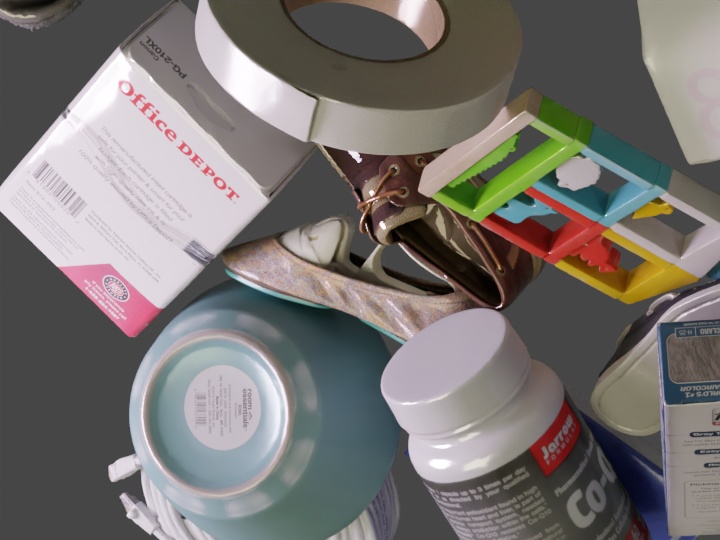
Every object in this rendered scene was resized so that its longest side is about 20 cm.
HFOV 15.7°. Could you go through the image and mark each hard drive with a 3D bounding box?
[{"bbox_3d":[0.140,0.144,1.828,0.200,0.025,0.132,36,133,5],"label":"hard drive"}]

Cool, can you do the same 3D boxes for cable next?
[{"bbox_3d":[-0.067,0.167,1.943,0.200,0.069,0.200,46,131,-5],"label":"cable"}]

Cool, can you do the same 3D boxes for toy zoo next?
[{"bbox_3d":[0.153,-0.037,1.646,0.199,0.021,0.131,28,148,-19],"label":"toy zoo"}]

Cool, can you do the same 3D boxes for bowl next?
[{"bbox_3d":[-0.082,0.100,1.815,0.200,0.105,0.202,0,89,20],"label":"bowl"}]

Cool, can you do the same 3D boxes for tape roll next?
[{"bbox_3d":[-0.001,-0.147,1.590,0.202,0.203,0.037,27,132,12],"label":"tape roll"}]

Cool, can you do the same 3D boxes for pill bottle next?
[{"bbox_3d":[0.103,0.131,1.732,0.114,0.114,0.200,-12,122,37],"label":"pill bottle"}]

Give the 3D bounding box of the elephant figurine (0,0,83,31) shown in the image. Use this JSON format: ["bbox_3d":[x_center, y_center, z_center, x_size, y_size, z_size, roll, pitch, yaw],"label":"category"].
[{"bbox_3d":[-0.200,-0.229,1.715,0.200,0.142,0.155,48,164,-28],"label":"elephant figurine"}]

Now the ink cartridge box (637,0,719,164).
[{"bbox_3d":[0.234,-0.169,1.536,0.162,0.057,0.200,-10,120,36],"label":"ink cartridge box"}]

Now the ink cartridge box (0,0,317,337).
[{"bbox_3d":[-0.143,-0.069,1.811,0.145,0.084,0.200,44,134,-3],"label":"ink cartridge box"}]

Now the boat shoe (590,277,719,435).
[{"bbox_3d":[0.220,0.040,1.670,0.074,0.060,0.200,32,141,-8],"label":"boat shoe"}]

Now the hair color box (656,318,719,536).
[{"bbox_3d":[0.239,0.100,1.639,0.100,0.061,0.200,-4,151,5],"label":"hair color box"}]

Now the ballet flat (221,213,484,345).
[{"bbox_3d":[0.000,0.000,1.795,0.199,0.068,0.068,21,110,16],"label":"ballet flat"}]

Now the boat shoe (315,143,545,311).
[{"bbox_3d":[0.033,-0.049,1.726,0.200,0.072,0.072,43,133,-3],"label":"boat shoe"}]
